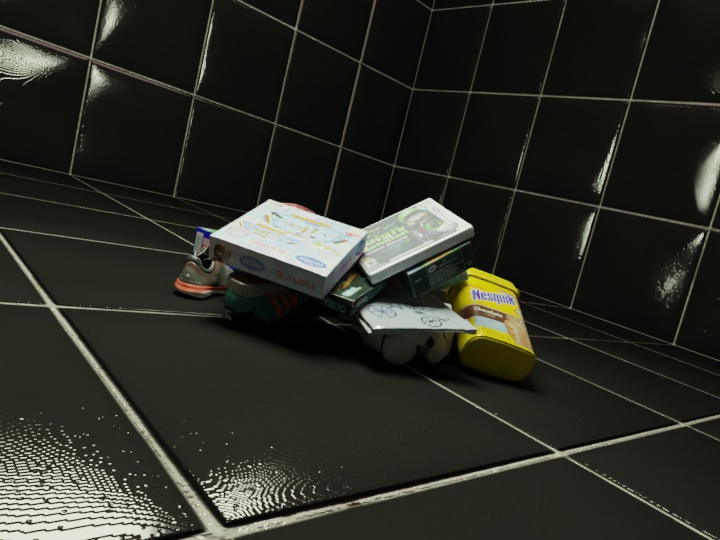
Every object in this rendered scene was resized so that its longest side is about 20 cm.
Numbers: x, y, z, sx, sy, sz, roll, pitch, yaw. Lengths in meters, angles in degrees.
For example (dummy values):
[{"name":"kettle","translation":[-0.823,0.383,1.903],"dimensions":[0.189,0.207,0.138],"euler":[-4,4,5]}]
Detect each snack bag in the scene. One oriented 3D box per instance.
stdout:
[{"name":"snack bag","translation":[0.071,0.066,0.957],"dimensions":[0.194,0.022,0.188],"euler":[4,17,-24]}]

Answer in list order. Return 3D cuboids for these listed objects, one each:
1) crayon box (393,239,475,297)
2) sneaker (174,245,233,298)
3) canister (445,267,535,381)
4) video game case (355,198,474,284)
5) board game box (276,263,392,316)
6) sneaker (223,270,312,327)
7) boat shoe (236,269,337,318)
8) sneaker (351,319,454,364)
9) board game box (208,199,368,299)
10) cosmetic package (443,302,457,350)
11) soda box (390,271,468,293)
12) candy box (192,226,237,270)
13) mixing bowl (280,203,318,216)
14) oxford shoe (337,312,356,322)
[{"name":"crayon box","translation":[0.105,-0.037,1.038],"dimensions":[0.123,0.053,0.200],"euler":[-27,27,-9]},{"name":"sneaker","translation":[-0.274,-0.003,1.061],"dimensions":[0.075,0.084,0.200],"euler":[15,7,4]},{"name":"canister","translation":[0.242,0.098,1.068],"dimensions":[0.145,0.088,0.202],"euler":[19,33,-11]},{"name":"video game case","translation":[0.077,-0.059,1.014],"dimensions":[0.196,0.024,0.182],"euler":[-25,27,-8]},{"name":"board game box","translation":[-0.035,0.015,0.953],"dimensions":[0.132,0.029,0.199],"euler":[22,19,16]},{"name":"sneaker","translation":[-0.144,0.047,0.937],"dimensions":[0.071,0.082,0.197],"euler":[32,19,37]},{"name":"boat shoe","translation":[-0.135,0.054,1.024],"dimensions":[0.194,0.077,0.075],"euler":[14,38,-11]},{"name":"sneaker","translation":[0.077,0.107,0.992],"dimensions":[0.113,0.077,0.197],"euler":[24,15,40]},{"name":"board game box","translation":[-0.109,-0.042,0.919],"dimensions":[0.195,0.042,0.200],"euler":[19,27,13]},{"name":"cosmetic package","translation":[0.145,0.106,1.170],"dimensions":[0.194,0.073,0.101],"euler":[13,9,-18]},{"name":"soda box","translation":[0.103,0.010,1.092],"dimensions":[0.195,0.070,0.064],"euler":[-20,23,5]},{"name":"candy box","translation":[-0.281,-0.044,1.386],"dimensions":[0.197,0.079,0.167],"euler":[11,5,-43]},{"name":"mixing bowl","translation":[-0.153,-0.018,1.150],"dimensions":[0.194,0.203,0.110],"euler":[13,36,-16]},{"name":"oxford shoe","translation":[0.005,0.056,1.220],"dimensions":[0.070,0.087,0.200],"euler":[14,5,6]}]
